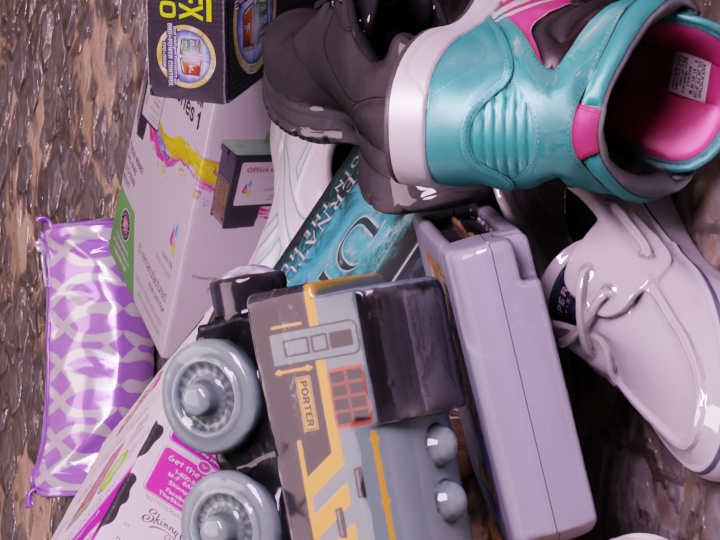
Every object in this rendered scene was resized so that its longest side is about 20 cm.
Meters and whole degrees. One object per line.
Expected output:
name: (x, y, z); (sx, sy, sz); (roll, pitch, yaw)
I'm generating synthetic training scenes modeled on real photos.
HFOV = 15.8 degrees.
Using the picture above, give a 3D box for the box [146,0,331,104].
box: (-0.052, -0.189, 1.312); (0.200, 0.044, 0.162); (-45, -42, -63)

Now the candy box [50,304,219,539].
candy box: (-0.097, 0.122, 1.117); (0.136, 0.061, 0.201); (-49, 11, 43)

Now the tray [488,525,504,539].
tray: (0.072, 0.170, 1.015); (0.200, 0.037, 0.100); (-89, -3, -83)

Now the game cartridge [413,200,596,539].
game cartridge: (0.058, 0.043, 1.069); (0.200, 0.041, 0.134); (-119, 19, -83)

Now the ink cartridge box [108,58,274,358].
ink cartridge box: (-0.075, -0.068, 1.482); (0.145, 0.083, 0.201); (-124, 43, -58)

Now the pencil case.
pencil case: (-0.180, 0.059, 1.739); (0.084, 0.085, 0.202); (159, 113, -69)

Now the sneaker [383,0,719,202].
sneaker: (0.098, -0.087, 1.039); (0.200, 0.120, 0.084); (-50, -38, -54)

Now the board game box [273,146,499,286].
board game box: (0.000, 0.000, 1.233); (0.201, 0.028, 0.135); (-57, 23, 7)

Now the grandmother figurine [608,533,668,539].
grandmother figurine: (0.116, 0.198, 0.974); (0.121, 0.060, 0.202); (-29, 62, 56)

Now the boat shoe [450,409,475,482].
boat shoe: (0.002, 0.091, 1.259); (0.200, 0.072, 0.073); (141, 137, -62)

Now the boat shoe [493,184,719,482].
boat shoe: (0.102, 0.014, 1.028); (0.200, 0.065, 0.074); (-118, 38, -54)

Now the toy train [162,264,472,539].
toy train: (-0.008, 0.093, 1.022); (0.113, 0.085, 0.202); (-12, 86, 32)

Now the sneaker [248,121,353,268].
sneaker: (-0.018, -0.011, 1.346); (0.080, 0.070, 0.202); (-172, 86, -66)

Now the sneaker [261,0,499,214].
sneaker: (0.008, -0.095, 1.162); (0.200, 0.075, 0.091); (-141, 42, -58)
